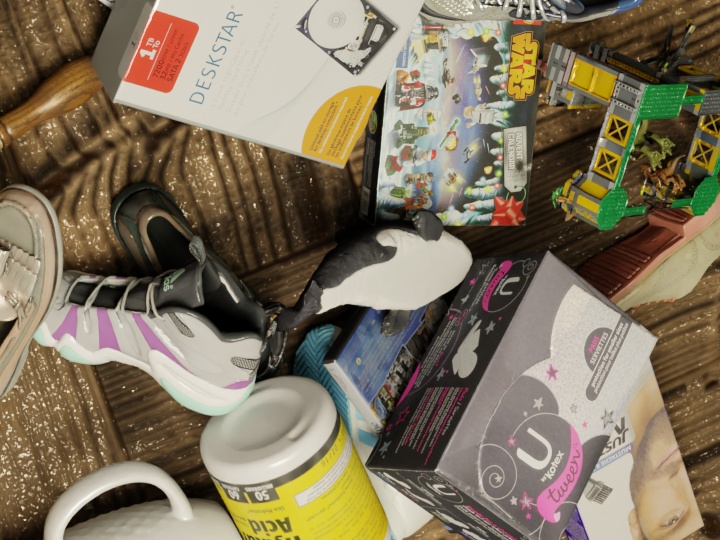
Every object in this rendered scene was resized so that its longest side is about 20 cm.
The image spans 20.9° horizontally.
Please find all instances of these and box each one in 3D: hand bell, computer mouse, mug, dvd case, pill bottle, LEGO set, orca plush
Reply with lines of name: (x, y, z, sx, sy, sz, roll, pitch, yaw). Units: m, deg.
hand bell: (-0.262, -0.107, 1.444, 0.200, 0.104, 0.104, -38, 116, -21)
computer mouse: (-0.066, 0.113, 1.568, 0.058, 0.034, 0.200, -18, 128, -19)
mug: (-0.179, 0.237, 1.523, 0.175, 0.148, 0.200, -24, 123, -15)
dvd case: (0.057, 0.097, 1.606, 0.200, 0.018, 0.143, 54, 47, -25)
pill bottle: (-0.041, 0.191, 1.538, 0.111, 0.111, 0.200, -31, 122, -10)
LEGO set: (0.214, -0.118, 1.596, 0.200, 0.116, 0.154, -17, 126, -41)
orca plush: (0.000, 0.000, 1.537, 0.200, 0.071, 0.105, -29, 134, -37)

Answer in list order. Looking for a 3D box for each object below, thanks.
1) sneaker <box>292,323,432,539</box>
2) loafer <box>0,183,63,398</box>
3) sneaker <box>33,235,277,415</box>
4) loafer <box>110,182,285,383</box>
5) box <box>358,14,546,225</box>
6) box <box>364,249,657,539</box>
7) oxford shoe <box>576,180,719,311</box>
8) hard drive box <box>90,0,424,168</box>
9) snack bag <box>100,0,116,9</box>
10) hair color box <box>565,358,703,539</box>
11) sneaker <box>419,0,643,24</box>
sneaker: (0.008, 0.128, 1.615, 0.081, 0.076, 0.200, -34, 115, -30)
loafer: (-0.271, 0.030, 1.435, 0.072, 0.063, 0.200, 29, 126, 10)
sneaker: (-0.156, 0.018, 1.464, 0.199, 0.078, 0.140, 22, 135, -8)
loafer: (-0.124, 0.020, 1.531, 0.072, 0.063, 0.200, -41, 115, -6)
box: (0.075, -0.136, 1.575, 0.137, 0.040, 0.201, -2, 106, -21)
box: (0.121, 0.104, 1.531, 0.132, 0.115, 0.200, 36, 72, -21)
oxford shoe: (0.246, 0.009, 1.667, 0.200, 0.071, 0.074, -38, 119, -6)
hard drive box: (-0.076, -0.180, 1.451, 0.200, 0.077, 0.156, 14, 114, -29)
snack bag: (-0.152, -0.292, 1.453, 0.188, 0.021, 0.200, 35, 91, -25)
hair color box: (0.216, 0.160, 1.693, 0.109, 0.065, 0.200, -29, 120, -13)
sneaker: (0.133, -0.225, 1.502, 0.199, 0.085, 0.077, -7, 107, -21)
